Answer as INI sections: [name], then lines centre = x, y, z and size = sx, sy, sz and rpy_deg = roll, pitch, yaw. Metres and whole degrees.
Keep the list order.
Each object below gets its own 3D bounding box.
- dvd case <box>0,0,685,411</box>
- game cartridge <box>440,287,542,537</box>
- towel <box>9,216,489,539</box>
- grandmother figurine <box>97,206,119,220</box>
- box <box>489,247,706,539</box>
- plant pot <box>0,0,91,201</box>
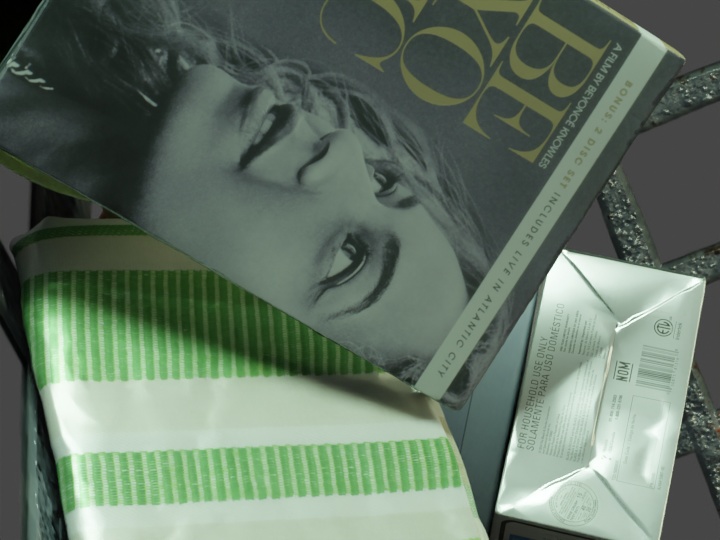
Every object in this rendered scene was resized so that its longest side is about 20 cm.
[dvd case]
centre = -0.010, -0.061, 0.953
size = 0.200, 0.149, 0.016
rpy_deg = 30, 9, -15
[game cartridge]
centre = 0.045, 0.050, 1.097
size = 0.133, 0.040, 0.200
rpy_deg = 98, 4, -78
[towel]
centre = -0.036, 0.062, 0.968
size = 0.023, 0.153, 0.200
rpy_deg = 117, -35, -46
[grandmother figurine]
centre = -0.064, -0.065, 1.139
size = 0.061, 0.121, 0.200
rpy_deg = 36, 39, -12
[box]
centre = 0.085, 0.090, 1.094
size = 0.200, 0.060, 0.117
rpy_deg = 92, 11, -64
[plant pot]
centre = -0.090, -0.141, 1.035
size = 0.200, 0.187, 0.187
rpy_deg = -126, -168, -67
